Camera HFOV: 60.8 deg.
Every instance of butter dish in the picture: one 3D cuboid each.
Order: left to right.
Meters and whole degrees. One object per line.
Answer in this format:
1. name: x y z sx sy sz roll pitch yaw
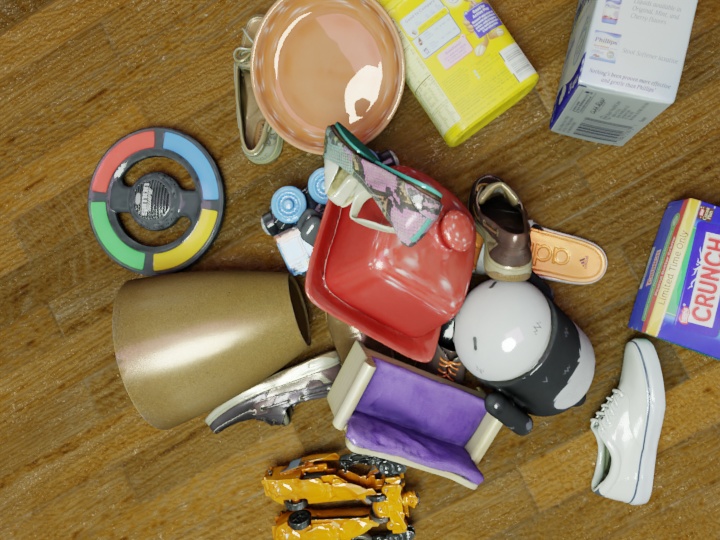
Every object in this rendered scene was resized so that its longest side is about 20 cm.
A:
1. butter dish: 0.063 -0.028 0.677 0.197 0.147 0.204 30 62 -27

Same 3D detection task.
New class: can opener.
1. can opener: 0.000 0.000 0.755 0.199 0.053 0.067 38 99 -28

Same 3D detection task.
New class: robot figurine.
1. robot figurine: -0.022 0.293 0.787 0.195 0.058 0.148 -6 103 6
2. robot figurine: 0.191 0.092 0.714 0.124 0.152 0.199 -40 128 18

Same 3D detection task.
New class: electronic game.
1. electronic game: -0.281 -0.095 0.843 0.195 0.042 0.205 0 89 6

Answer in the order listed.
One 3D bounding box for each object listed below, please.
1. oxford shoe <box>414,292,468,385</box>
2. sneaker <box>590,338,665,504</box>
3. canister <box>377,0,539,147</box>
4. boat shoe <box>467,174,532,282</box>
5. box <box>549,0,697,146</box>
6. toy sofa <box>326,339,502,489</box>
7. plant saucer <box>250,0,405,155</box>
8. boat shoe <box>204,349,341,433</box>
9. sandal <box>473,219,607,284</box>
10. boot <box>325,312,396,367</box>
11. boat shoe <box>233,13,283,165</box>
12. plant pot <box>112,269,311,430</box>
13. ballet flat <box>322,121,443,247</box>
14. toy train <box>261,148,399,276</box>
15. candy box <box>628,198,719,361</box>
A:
1. oxford shoe: 0.103 0.121 0.778 0.069 0.073 0.205 8 90 4
2. sneaker: 0.322 0.185 0.752 0.069 0.073 0.205 4 89 1
3. canister: 0.115 -0.281 0.784 0.147 0.087 0.202 -34 86 4
4. boat shoe: 0.165 -0.072 0.720 0.070 0.202 0.073 0 125 6
5. box: 0.304 -0.273 0.713 0.103 0.184 0.205 14 89 8
6. toy sofa: 0.067 0.163 0.695 0.197 0.098 0.084 24 103 -22
7. plant saucer: -0.040 -0.249 0.768 0.195 0.038 0.205 3 106 8
8. boat shoe: -0.108 0.171 0.803 0.197 0.072 0.066 -26 81 -1
9. sandal: 0.214 -0.028 0.777 0.202 0.059 0.081 8 89 7
10. boot: 0.006 0.126 0.769 0.073 0.075 0.203 -22 95 24
11. boat shoe: -0.132 -0.248 0.820 0.071 0.063 0.205 -3 88 7
12. plant pot: -0.167 0.074 0.755 0.196 0.186 0.190 -17 87 4
13. ballet flat: 0.005 -0.086 0.616 0.072 0.069 0.200 -55 44 10
14. toy train: -0.029 -0.077 0.797 0.197 0.087 0.116 -26 95 3
15. candy box: 0.453 0.025 0.741 0.196 0.077 0.173 19 91 8
